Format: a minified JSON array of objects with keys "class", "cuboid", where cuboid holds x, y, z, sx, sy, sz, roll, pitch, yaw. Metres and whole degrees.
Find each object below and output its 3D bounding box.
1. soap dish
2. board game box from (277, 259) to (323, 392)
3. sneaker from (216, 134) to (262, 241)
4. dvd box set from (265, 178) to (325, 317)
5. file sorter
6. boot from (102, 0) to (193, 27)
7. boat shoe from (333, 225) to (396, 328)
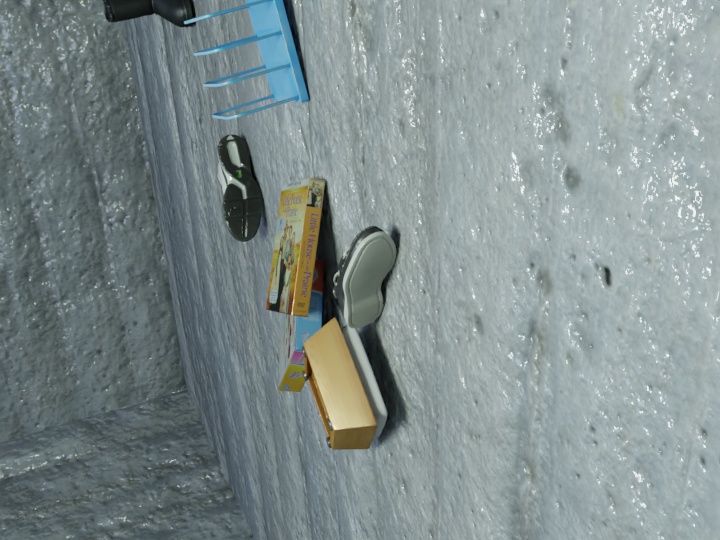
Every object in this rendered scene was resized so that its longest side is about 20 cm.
[{"class":"soap dish","cuboid":[-0.027,0.171,1.275,0.200,0.081,0.158,97,153,-70]},{"class":"board game box","cuboid":[-0.098,0.093,1.445,0.200,0.040,0.154,117,156,-62]},{"class":"sneaker","cuboid":[-0.231,-0.147,1.700,0.115,0.075,0.202,136,126,-78]},{"class":"dvd box set","cuboid":[-0.100,-0.034,1.351,0.146,0.029,0.202,-175,93,-69]},{"class":"file sorter","cuboid":[-0.175,-0.329,1.290,0.139,0.122,0.202,26,133,64]},{"class":"boot","cuboid":[-0.444,-0.547,1.848,0.199,0.161,0.074,-125,27,-45]},{"class":"boat shoe","cuboid":[0.000,0.000,1.149,0.061,0.073,0.201,59,163,27]}]
